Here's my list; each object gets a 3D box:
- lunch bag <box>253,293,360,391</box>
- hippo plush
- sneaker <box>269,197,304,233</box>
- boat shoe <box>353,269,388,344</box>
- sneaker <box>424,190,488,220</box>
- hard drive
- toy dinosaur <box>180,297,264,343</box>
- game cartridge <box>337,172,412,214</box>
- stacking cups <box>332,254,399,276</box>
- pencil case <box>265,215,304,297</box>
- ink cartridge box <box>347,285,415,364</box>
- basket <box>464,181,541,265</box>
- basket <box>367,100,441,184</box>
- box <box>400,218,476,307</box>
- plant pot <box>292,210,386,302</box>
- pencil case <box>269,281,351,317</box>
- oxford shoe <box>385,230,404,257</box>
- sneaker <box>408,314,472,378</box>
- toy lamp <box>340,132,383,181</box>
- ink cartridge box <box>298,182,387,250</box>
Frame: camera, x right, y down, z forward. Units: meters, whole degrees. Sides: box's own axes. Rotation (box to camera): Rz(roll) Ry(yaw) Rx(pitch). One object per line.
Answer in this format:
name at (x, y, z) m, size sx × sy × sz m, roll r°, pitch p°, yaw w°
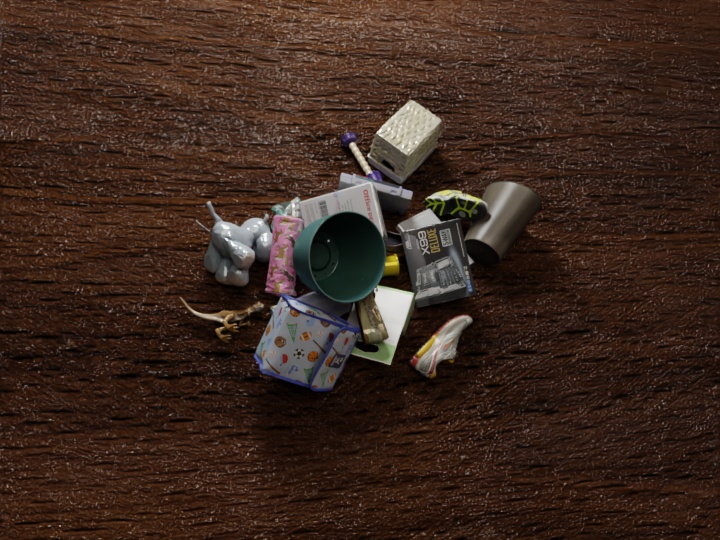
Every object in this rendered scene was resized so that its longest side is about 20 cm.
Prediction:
lunch bag at (-0.114, 0.172, 1.248) m, size 0.199 × 0.124 × 0.171 m, roll 25°, pitch 95°, yaw -25°
hippo plush at (-0.301, -0.063, 1.387) m, size 0.160 × 0.159 × 0.201 m, roll -25°, pitch 75°, yaw -49°
sneaker at (-0.196, -0.098, 1.449) m, size 0.090 × 0.078 × 0.201 m, roll -7°, pitch 60°, yaw 4°
boat shoe at (0.020, 0.084, 1.327) m, size 0.062 × 0.073 × 0.201 m, roll -8°, pitch 60°, yaw -4°
sneaker at (0.272, -0.194, 1.523) m, size 0.199 × 0.076 × 0.076 m, roll 17°, pitch 49°, yaw 42°
hard drive at (0.205, -0.069, 1.510) m, size 0.131 × 0.027 × 0.200 m, roll -27°, pitch 71°, yaw -32°
toy dinosaur at (-0.333, 0.116, 1.325) m, size 0.198 × 0.061 × 0.107 m, roll -1°, pitch 40°, yaw -17°
game cartridge at (0.037, -0.211, 1.504) m, size 0.199 × 0.130 × 0.039 m, roll 14°, pitch 71°, yaw -3°
stacking cups at (0.000, 0.000, 1.435) m, size 0.198 × 0.061 × 0.061 m, roll -8°, pitch 65°, yaw -11°
pencil case at (-0.185, -0.033, 1.340) m, size 0.086 × 0.082 × 0.202 m, roll 12°, pitch 82°, yaw -50°
ink cartridge box at (0.040, 0.133, 1.356) m, size 0.145 × 0.048 × 0.201 m, roll 12°, pitch 62°, yaw 17°
basket at (0.379, -0.127, 1.518) m, size 0.136 × 0.180 × 0.201 m, roll 47°, pitch 65°, yaw -33°
basket at (0.133, -0.381, 1.610) m, size 0.135 × 0.124 × 0.200 m, roll 37°, pitch 64°, yaw 10°
box at (0.199, -0.019, 1.417) m, size 0.156 × 0.050 × 0.202 m, roll -12°, pitch 90°, yaw 4°
plant pot at (-0.066, -0.033, 1.274) m, size 0.199 × 0.161 × 0.202 m, roll -2°, pitch 94°, yaw -31°
pencil case at (-0.122, 0.094, 1.345) m, size 0.199 × 0.091 × 0.083 m, roll -20°, pitch 32°, yaw -21°
oxford shoe at (0.032, -0.085, 1.471) m, size 0.198 × 0.073 × 0.072 m, roll 4°, pitch 63°, yaw -8°
sneaker at (0.212, 0.189, 1.372) m, size 0.200 × 0.078 × 0.082 m, roll -42°, pitch 81°, yaw -16°
toy lamp at (0.009, -0.311, 1.591) m, size 0.058 × 0.058 × 0.201 m, roll -20°, pitch 69°, yaw -19°
ink cartridge box at (-0.042, -0.127, 1.411) m, size 0.199 × 0.084 × 0.146 m, roll -14°, pitch 85°, yaw 11°
